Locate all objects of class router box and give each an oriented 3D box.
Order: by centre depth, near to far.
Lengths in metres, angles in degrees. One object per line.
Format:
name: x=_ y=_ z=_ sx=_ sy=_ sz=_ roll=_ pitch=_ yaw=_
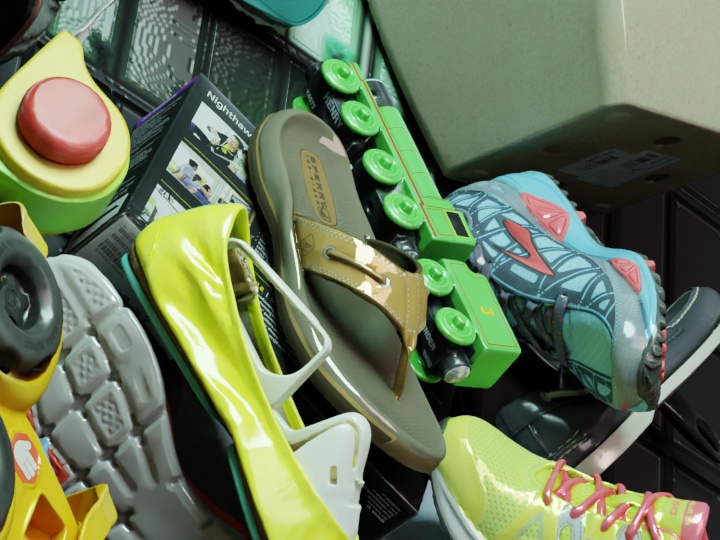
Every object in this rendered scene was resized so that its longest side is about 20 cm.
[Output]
router box: x=-0.041 y=0.019 z=1.308 sx=0.200 sy=0.051 sz=0.149 roll=46 pitch=29 yaw=-14

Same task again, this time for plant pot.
plant pot: x=0.128 y=-0.140 z=1.525 sx=0.200 sy=0.200 sz=0.177 roll=14 pitch=65 yaw=-43

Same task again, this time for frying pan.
frying pan: x=0.132 y=0.026 z=1.527 sx=0.190 sy=0.031 sz=0.115 roll=32 pitch=46 yaw=-33

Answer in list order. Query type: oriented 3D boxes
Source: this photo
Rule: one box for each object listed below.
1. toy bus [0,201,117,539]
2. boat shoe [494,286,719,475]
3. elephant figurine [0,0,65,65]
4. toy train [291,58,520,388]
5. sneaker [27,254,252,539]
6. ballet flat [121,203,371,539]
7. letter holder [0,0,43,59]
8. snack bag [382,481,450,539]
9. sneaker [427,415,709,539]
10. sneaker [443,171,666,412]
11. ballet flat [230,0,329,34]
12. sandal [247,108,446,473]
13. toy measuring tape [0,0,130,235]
toy bus: x=-0.158 y=0.100 z=1.083 sx=0.192 sy=0.136 sz=0.200 roll=53 pitch=32 yaw=-27
boat shoe: x=0.135 y=0.050 z=1.444 sx=0.063 sy=0.073 sz=0.200 roll=45 pitch=41 yaw=3
elephant figurine: x=-0.176 y=-0.154 z=1.260 sx=0.142 sy=0.155 sz=0.200 roll=161 pitch=-91 yaw=-84
toy train: x=0.022 y=-0.025 z=1.348 sx=0.056 sy=0.042 sz=0.200 roll=7 pitch=46 yaw=-38
sneaker: x=-0.093 y=0.084 z=1.220 sx=0.200 sy=0.077 sz=0.082 roll=63 pitch=17 yaw=0
ballet flat: x=-0.035 y=0.061 z=1.176 sx=0.200 sy=0.067 sz=0.067 roll=64 pitch=6 yaw=11
letter holder: x=-0.219 y=-0.074 z=1.069 sx=0.101 sy=0.200 sz=0.142 roll=20 pitch=51 yaw=-39
snack bag: x=0.063 y=0.168 z=1.311 sx=0.200 sy=0.021 sz=0.189 roll=42 pitch=34 yaw=20
sneaker: x=0.121 y=0.126 z=1.288 sx=0.200 sy=0.090 sz=0.078 roll=39 pitch=29 yaw=-2
sneaker: x=0.082 y=0.018 z=1.379 sx=0.095 sy=0.079 sz=0.200 roll=-8 pitch=26 yaw=-21
ballet flat: x=-0.089 y=-0.190 z=1.401 sx=0.200 sy=0.072 sz=0.072 roll=40 pitch=38 yaw=-44
sandal: x=0.000 y=0.000 z=1.276 sx=0.080 sy=0.054 sz=0.200 roll=23 pitch=41 yaw=-46
toy measuring tape: x=-0.120 y=-0.073 z=1.245 sx=0.074 sy=0.074 sz=0.200 roll=49 pitch=47 yaw=-10
